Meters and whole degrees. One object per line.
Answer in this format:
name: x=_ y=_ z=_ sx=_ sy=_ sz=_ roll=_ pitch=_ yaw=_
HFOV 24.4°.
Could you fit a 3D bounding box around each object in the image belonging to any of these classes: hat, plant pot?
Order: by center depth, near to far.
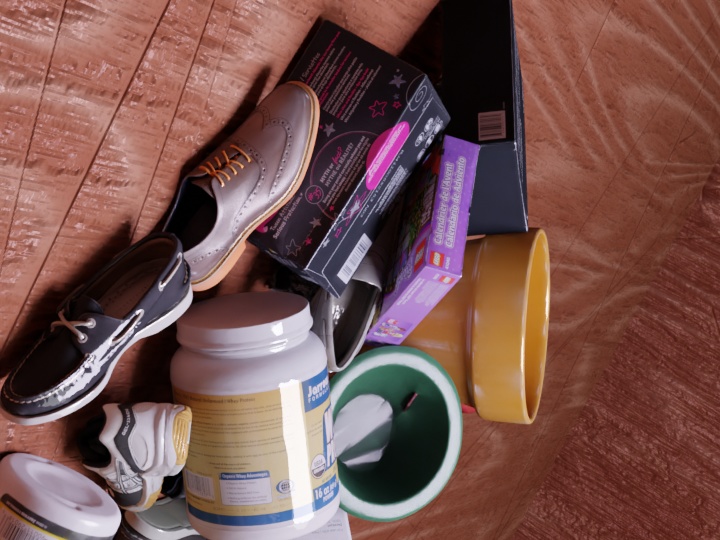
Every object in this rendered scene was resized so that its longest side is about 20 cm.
hat: x=-0.002 y=0.160 z=1.709 sx=0.164 sy=0.176 sz=0.202 roll=-3 pitch=100 yaw=-22
plant pot: x=0.094 y=0.052 z=1.729 sx=0.200 sy=0.181 sz=0.203 roll=3 pitch=90 yaw=-77

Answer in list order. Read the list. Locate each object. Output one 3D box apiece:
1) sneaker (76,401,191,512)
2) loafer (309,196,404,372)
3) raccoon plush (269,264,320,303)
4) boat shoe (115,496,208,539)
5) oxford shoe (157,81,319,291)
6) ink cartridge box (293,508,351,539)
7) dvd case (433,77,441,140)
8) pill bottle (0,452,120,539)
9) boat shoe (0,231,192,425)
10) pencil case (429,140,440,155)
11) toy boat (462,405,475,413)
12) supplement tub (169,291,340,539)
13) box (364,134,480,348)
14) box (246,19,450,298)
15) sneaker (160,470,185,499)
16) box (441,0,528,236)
sneaker: x=-0.211 y=0.157 z=1.477 sx=0.200 sy=0.087 sz=0.076 roll=127 pitch=-30 yaw=-59
loafer: x=0.000 y=0.000 z=1.568 sx=0.069 sy=0.070 sz=0.202 roll=16 pitch=92 yaw=-32
raccoon plush: x=-0.033 y=-0.027 z=1.686 sx=0.200 sy=0.096 sz=0.135 roll=165 pitch=-54 yaw=-77
boat shoe: x=-0.190 y=0.272 z=1.692 sx=0.061 sy=0.071 sz=0.201 roll=-57 pitch=155 yaw=7
oxford shoe: x=-0.103 y=-0.076 z=1.396 sx=0.201 sy=0.071 sz=0.073 roll=-59 pitch=156 yaw=-3
ink cartridge box: x=-0.070 y=0.242 z=1.739 sx=0.084 sy=0.202 sz=0.145 roll=-5 pitch=145 yaw=-13
dvd case: x=0.032 y=-0.103 z=1.783 sx=0.200 sy=0.022 sz=0.147 roll=-43 pitch=155 yaw=-39
pill bottle: x=-0.285 y=0.260 z=1.352 sx=0.201 sy=0.111 sz=0.111 roll=-61 pitch=162 yaw=6
boat shoe: x=-0.206 y=0.042 z=1.294 sx=0.200 sy=0.074 sz=0.061 roll=-39 pitch=144 yaw=-34
pencil case: x=0.050 y=-0.102 z=1.674 sx=0.200 sy=0.077 sz=0.088 roll=65 pitch=25 yaw=-58
toy boat: x=0.056 y=0.151 z=1.976 sx=0.132 sy=0.130 sz=0.200 roll=-63 pitch=-163 yaw=-10
supplement tub: x=-0.097 y=0.132 z=1.514 sx=0.144 sy=0.143 sz=0.202 roll=-28 pitch=117 yaw=-57
box: x=0.054 y=-0.022 z=1.580 sx=0.200 sy=0.039 sz=0.138 roll=128 pitch=-25 yaw=-61
box: x=-0.026 y=-0.098 z=1.492 sx=0.201 sy=0.114 sz=0.132 roll=-57 pitch=162 yaw=-4
sneaker: x=-0.164 y=0.200 z=1.671 sx=0.111 sy=0.073 sz=0.201 roll=-29 pitch=155 yaw=-28
box: x=0.126 y=-0.157 z=1.680 sx=0.142 sy=0.078 sz=0.202 roll=70 pitch=17 yaw=-52
